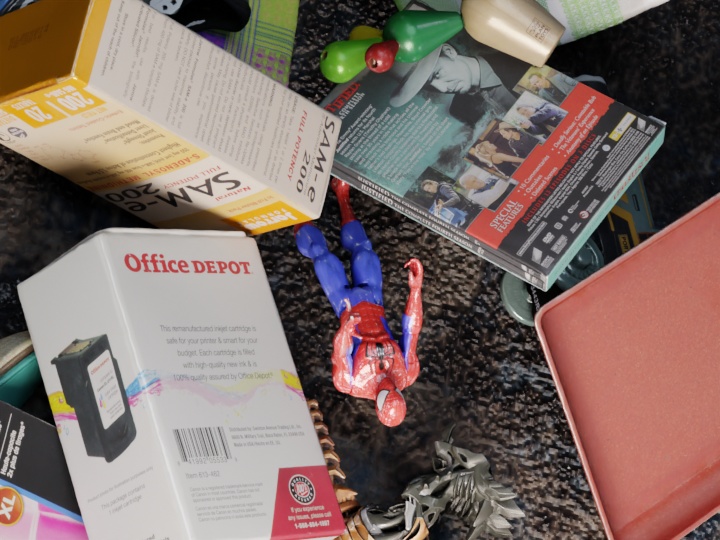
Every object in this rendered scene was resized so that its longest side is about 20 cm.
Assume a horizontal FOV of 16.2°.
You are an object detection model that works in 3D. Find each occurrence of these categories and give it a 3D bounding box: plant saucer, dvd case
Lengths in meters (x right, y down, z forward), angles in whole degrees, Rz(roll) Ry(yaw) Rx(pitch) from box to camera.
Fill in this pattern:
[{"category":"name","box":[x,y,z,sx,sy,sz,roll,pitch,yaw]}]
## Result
[{"category":"plant saucer","box":[0.206,0.064,1.656,0.200,0.037,0.200,-32,114,-25]},{"category":"dvd case","box":[0.076,-0.085,1.638,0.199,0.022,0.146,29,61,19]}]

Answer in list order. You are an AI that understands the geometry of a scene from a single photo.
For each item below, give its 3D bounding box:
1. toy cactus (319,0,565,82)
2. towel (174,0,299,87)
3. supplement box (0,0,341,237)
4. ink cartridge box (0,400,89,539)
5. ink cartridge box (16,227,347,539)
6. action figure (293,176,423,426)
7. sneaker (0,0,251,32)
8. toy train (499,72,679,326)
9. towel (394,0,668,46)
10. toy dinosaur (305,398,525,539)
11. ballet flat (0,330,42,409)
[{"category":"toy cactus","box":[0.060,-0.194,1.644,0.165,0.102,0.200,32,68,3]},{"category":"towel","box":[-0.139,-0.195,1.701,0.199,0.023,0.144,12,66,-13]},{"category":"supplement box","box":[-0.128,-0.092,1.566,0.200,0.126,0.074,29,63,-34]},{"category":"ink cartridge box","box":[-0.215,0.129,1.495,0.200,0.037,0.095,29,64,-36]},{"category":"ink cartridge box","box":[-0.108,0.083,1.540,0.145,0.083,0.201,2,65,-50]},{"category":"action figure","box":[0.000,0.000,1.601,0.065,0.099,0.201,-7,58,-17]},{"category":"sneaker","box":[-0.158,-0.162,1.630,0.199,0.071,0.083,-19,71,-26]},{"category":"toy train","box":[0.144,-0.043,1.701,0.114,0.085,0.201,-1,68,-30]},{"category":"towel","box":[0.112,-0.222,1.707,0.199,0.031,0.150,-22,89,7]},{"category":"toy dinosaur","box":[0.026,0.168,1.579,0.135,0.102,0.200,-33,101,-9]},{"category":"ballet flat","box":[-0.264,0.098,1.529,0.062,0.068,0.200,33,63,11]}]
